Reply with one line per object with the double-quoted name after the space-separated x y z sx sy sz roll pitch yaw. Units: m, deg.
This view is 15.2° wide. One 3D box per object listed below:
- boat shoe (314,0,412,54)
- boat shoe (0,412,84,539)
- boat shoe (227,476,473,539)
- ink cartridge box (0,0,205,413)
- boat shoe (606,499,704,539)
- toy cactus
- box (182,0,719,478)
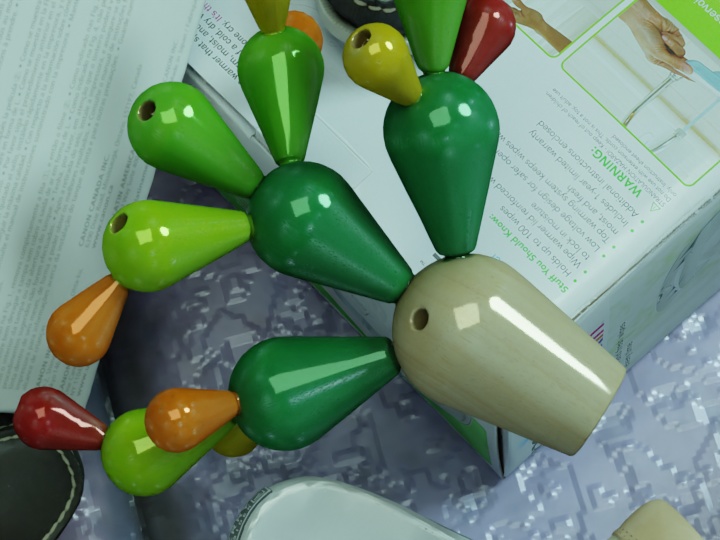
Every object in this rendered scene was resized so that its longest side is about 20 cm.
0.036 -0.164 0.875 0.074 0.060 0.201 21 67 12 "boat shoe"
-0.164 0.116 0.845 0.200 0.065 0.073 -38 111 -15 "boat shoe"
0.049 0.122 0.843 0.199 0.057 0.069 30 82 -4 "boat shoe"
-0.138 -0.042 0.798 0.050 0.200 0.163 21 96 38 "ink cartridge box"
0.137 0.146 0.739 0.200 0.071 0.065 42 80 6 "boat shoe"
0.000 0.000 0.802 0.165 0.102 0.200 33 94 1 "toy cactus"
0.043 -0.066 0.913 0.176 0.097 0.200 -41 70 -13 "box"
